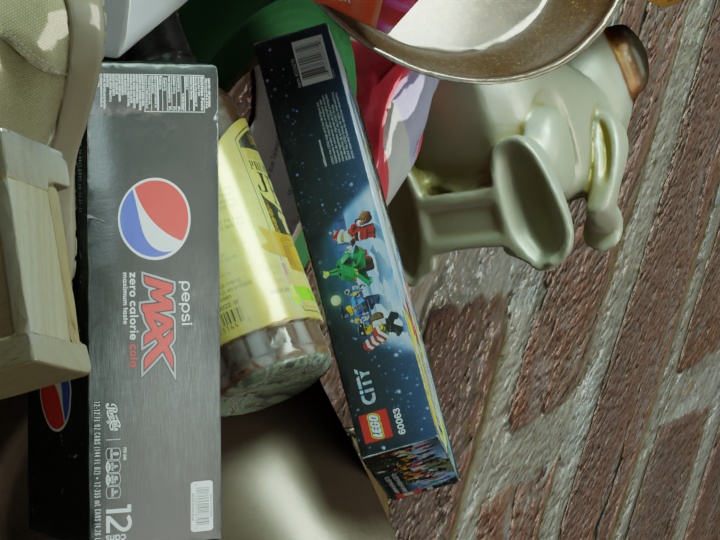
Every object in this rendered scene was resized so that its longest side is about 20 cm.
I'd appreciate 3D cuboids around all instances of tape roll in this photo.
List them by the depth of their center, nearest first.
[{"bbox_3d":[-0.074,-0.051,1.189,0.200,0.048,0.201,-47,148,-40],"label":"tape roll"}]

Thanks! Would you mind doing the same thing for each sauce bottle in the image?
[{"bbox_3d":[-0.072,-0.037,1.049,0.064,0.201,0.065,-19,166,-5],"label":"sauce bottle"}]

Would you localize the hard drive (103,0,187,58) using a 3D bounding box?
[{"bbox_3d":[-0.078,-0.183,1.019,0.200,0.025,0.133,-57,157,-66],"label":"hard drive"}]

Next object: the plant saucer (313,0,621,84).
[{"bbox_3d":[0.038,-0.178,1.130,0.201,0.200,0.037,-54,-173,-28],"label":"plant saucer"}]

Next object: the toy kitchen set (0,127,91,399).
[{"bbox_3d":[-0.177,-0.012,0.868,0.180,0.199,0.164,21,56,-66],"label":"toy kitchen set"}]

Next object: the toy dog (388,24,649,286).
[{"bbox_3d":[0.095,-0.094,1.438,0.200,0.139,0.195,-27,98,-54],"label":"toy dog"}]

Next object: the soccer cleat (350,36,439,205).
[{"bbox_3d":[0.021,-0.112,1.322,0.201,0.066,0.076,-66,162,2],"label":"soccer cleat"}]

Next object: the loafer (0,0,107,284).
[{"bbox_3d":[-0.151,-0.044,0.927,0.068,0.076,0.201,-7,130,-26],"label":"loafer"}]

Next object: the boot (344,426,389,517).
[{"bbox_3d":[-0.022,0.122,1.443,0.200,0.073,0.076,62,36,-65],"label":"boot"}]

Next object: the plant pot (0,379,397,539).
[{"bbox_3d":[-0.070,0.114,1.108,0.200,0.175,0.201,-29,145,-23],"label":"plant pot"}]

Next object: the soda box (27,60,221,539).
[{"bbox_3d":[-0.101,0.013,0.982,0.063,0.071,0.202,-1,93,-30],"label":"soda box"}]

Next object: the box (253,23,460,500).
[{"bbox_3d":[0.000,0.000,1.106,0.137,0.037,0.201,66,9,-75],"label":"box"}]

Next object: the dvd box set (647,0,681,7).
[{"bbox_3d":[0.144,-0.236,1.386,0.147,0.029,0.200,69,18,7],"label":"dvd box set"}]

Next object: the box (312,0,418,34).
[{"bbox_3d":[0.016,-0.225,1.060,0.100,0.095,0.201,-40,-150,61],"label":"box"}]
